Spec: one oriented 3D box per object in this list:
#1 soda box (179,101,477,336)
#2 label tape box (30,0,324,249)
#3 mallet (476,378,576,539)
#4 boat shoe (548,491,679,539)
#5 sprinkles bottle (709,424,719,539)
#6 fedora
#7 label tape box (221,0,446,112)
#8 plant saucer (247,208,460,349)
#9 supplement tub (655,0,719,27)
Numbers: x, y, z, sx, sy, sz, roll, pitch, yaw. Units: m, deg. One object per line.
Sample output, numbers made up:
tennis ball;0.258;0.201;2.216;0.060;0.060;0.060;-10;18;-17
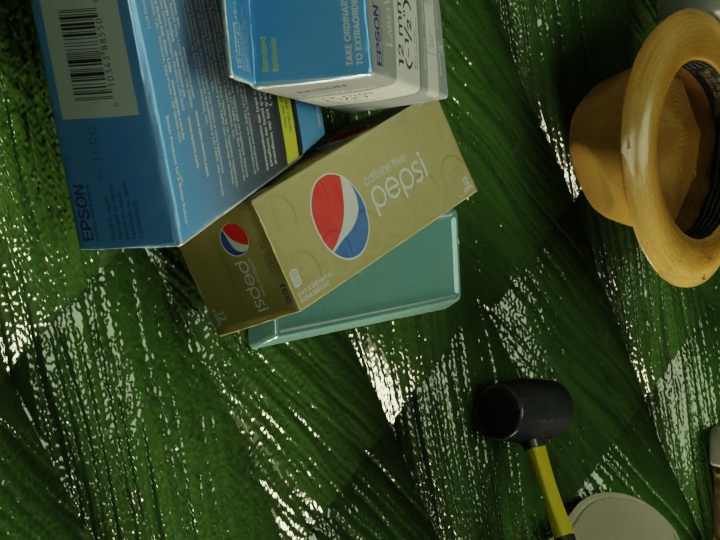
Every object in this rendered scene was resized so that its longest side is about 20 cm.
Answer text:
soda box;-0.016;-0.035;1.468;0.200;0.064;0.068;-33;102;-51
label tape box;-0.093;-0.110;1.377;0.200;0.066;0.144;-44;127;-62
mallet;0.135;0.163;1.669;0.066;0.041;0.201;-11;78;-53
boat shoe;0.149;0.206;1.747;0.200;0.073;0.063;-22;152;-56
sprinkles bottle;0.292;0.215;1.910;0.068;0.068;0.202;-5;96;-53
fedora;0.199;-0.083;1.761;0.200;0.081;0.202;-8;99;-58
label tape box;-0.015;-0.167;1.380;0.200;0.066;0.144;6;78;-73
plant saucer;0.000;0.000;1.553;0.199;0.019;0.071;-10;99;-52
supplement tub;0.286;-0.254;1.828;0.132;0.131;0.202;26;71;-51
